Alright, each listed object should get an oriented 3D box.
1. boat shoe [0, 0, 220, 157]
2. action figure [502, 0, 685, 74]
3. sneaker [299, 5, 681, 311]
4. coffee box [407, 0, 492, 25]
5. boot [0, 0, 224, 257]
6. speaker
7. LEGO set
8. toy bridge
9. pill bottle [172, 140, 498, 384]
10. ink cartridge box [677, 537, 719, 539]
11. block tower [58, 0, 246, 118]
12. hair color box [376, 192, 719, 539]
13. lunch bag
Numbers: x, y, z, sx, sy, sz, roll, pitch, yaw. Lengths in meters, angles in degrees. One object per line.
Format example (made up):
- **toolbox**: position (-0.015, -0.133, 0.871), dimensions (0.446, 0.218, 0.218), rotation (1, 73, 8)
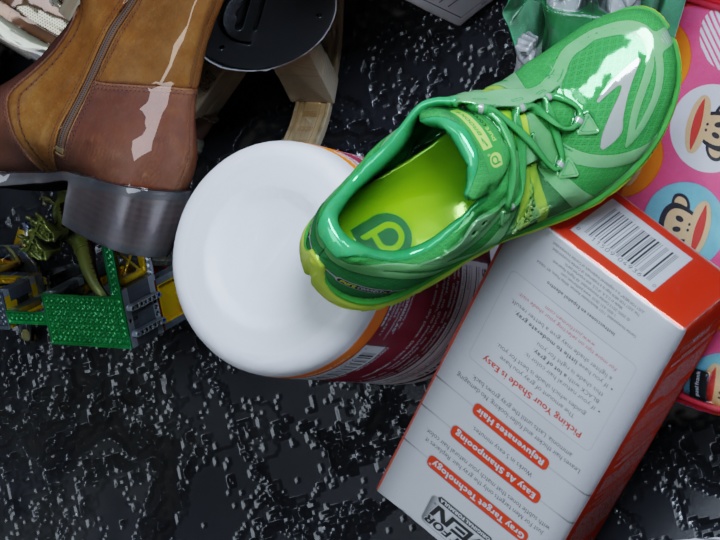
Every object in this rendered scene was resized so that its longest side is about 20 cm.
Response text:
- **boat shoe**: position (-0.152, -0.139, 1.508), dimensions (0.200, 0.076, 0.072), rotation (37, 97, 13)
- **action figure**: position (0.108, -0.108, 1.274), dimensions (0.118, 0.055, 0.200), rotation (7, 121, 4)
- **sneaker**: position (0.063, -0.049, 1.203), dimensions (0.200, 0.084, 0.074), rotation (-35, 80, -7)
- **coffee box**: position (0.043, -0.272, 1.349), dimensions (0.200, 0.198, 0.200), rotation (-36, 71, 17)
- **boot**: position (-0.139, -0.129, 1.316), dimensions (0.188, 0.068, 0.200), rotation (27, 108, 42)
- **speaker**: position (-0.069, -0.196, 1.415), dimensions (0.081, 0.081, 0.200), rotation (-36, 42, 19)
- **LEGO set**: position (-0.153, -0.036, 1.468), dimensions (0.200, 0.116, 0.154), rotation (-8, 104, 39)
- **toy bridge**: position (-0.030, -0.109, 1.438), dimensions (0.027, 0.067, 0.200), rotation (3, 67, 14)
- **pill bottle**: position (0.000, 0.000, 1.349), dimensions (0.113, 0.200, 0.113), rotation (-2, 85, 25)
- **ink cartridge box**: position (0.182, 0.200, 1.248), dimensions (0.086, 0.200, 0.147), rotation (5, 89, 26)
- **block tower**: position (-0.141, -0.169, 1.434), dimensions (0.200, 0.054, 0.058), rotation (44, 121, 10)
- **hair color box**: position (0.093, 0.059, 1.311), dimensions (0.101, 0.061, 0.200), rotation (39, 129, 16)
- **lunch bag**: position (0.165, -0.039, 1.343), dimensions (0.176, 0.082, 0.200), rotation (20, 97, 30)
